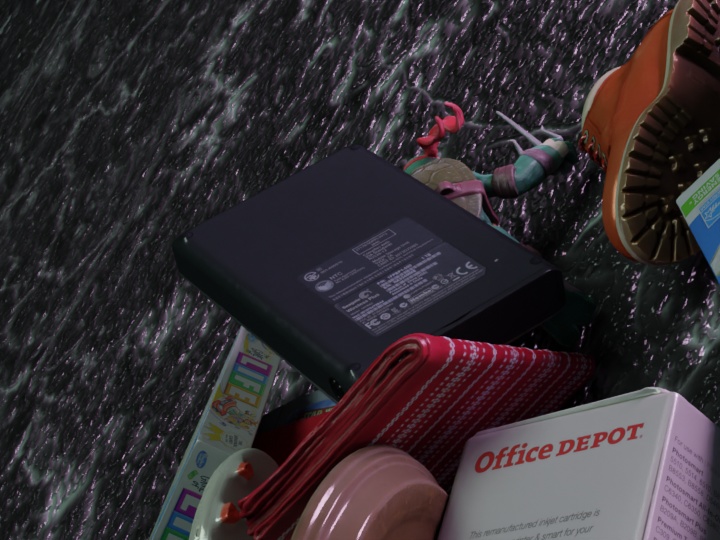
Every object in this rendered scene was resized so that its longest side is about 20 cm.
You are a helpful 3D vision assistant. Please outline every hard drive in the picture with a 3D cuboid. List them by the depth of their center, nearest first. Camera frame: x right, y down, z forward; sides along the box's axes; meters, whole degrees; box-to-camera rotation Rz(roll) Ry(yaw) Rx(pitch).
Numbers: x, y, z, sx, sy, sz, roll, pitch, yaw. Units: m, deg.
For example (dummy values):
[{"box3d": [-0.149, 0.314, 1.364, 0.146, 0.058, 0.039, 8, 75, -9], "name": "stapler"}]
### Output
[{"box3d": [0.000, 0.000, 1.067, 0.139, 0.033, 0.200, -29, 38, -22], "name": "hard drive"}]

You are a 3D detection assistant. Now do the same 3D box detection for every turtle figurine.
[{"box3d": [0.068, -0.016, 1.161, 0.150, 0.100, 0.201, -55, 32, 26], "name": "turtle figurine"}]

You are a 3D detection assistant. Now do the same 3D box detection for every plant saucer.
[{"box3d": [0.013, 0.187, 0.925, 0.029, 0.200, 0.201, 2, 56, 27], "name": "plant saucer"}]

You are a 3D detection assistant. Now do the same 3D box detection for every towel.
[{"box3d": [0.035, 0.088, 1.003, 0.145, 0.199, 0.023, -47, 64, 19], "name": "towel"}]

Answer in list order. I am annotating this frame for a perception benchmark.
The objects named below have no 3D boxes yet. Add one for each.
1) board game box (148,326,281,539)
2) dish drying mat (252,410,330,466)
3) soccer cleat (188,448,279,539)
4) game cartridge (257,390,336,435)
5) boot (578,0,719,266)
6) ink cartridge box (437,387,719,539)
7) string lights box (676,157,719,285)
[{"box3d": [-0.097, 0.125, 1.226, 0.200, 0.034, 0.135, -74, 8, -67], "name": "board game box"}, {"box3d": [-0.022, 0.118, 1.168, 0.199, 0.018, 0.077, -24, 37, 51], "name": "dish drying mat"}, {"box3d": [-0.083, 0.192, 1.051, 0.077, 0.069, 0.201, -28, 42, 40], "name": "soccer cleat"}, {"box3d": [-0.027, 0.138, 1.214, 0.199, 0.041, 0.134, -16, 50, 54], "name": "game cartridge"}, {"box3d": [0.165, -0.067, 1.082, 0.107, 0.075, 0.201, -33, 25, 45], "name": "boot"}, {"box3d": [0.099, 0.170, 0.884, 0.145, 0.084, 0.201, -19, 43, 47], "name": "ink cartridge box"}, {"box3d": [0.229, -0.002, 0.893, 0.103, 0.059, 0.201, -45, 27, 19], "name": "string lights box"}]
